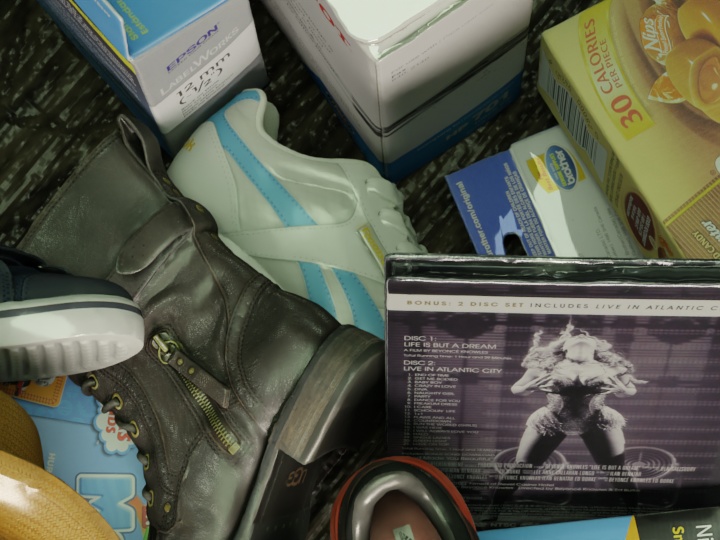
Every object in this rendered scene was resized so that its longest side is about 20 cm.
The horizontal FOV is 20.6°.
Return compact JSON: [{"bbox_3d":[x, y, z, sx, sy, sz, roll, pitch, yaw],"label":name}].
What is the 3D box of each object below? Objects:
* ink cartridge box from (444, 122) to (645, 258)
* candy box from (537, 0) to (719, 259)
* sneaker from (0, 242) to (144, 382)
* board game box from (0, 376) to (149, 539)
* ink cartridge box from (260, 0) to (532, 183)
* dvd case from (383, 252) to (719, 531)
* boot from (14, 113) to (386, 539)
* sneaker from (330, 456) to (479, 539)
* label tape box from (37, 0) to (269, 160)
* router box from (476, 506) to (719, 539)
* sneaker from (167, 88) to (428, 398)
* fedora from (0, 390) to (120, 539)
[{"bbox_3d":[0.149,-0.024,0.897,0.199,0.042,0.120,-21,77,-6],"label":"ink cartridge box"},{"bbox_3d":[0.173,-0.038,0.844,0.115,0.055,0.201,-27,70,-7],"label":"candy box"},{"bbox_3d":[-0.179,0.009,0.814,0.198,0.078,0.080,-8,75,25],"label":"sneaker"},{"bbox_3d":[-0.173,0.094,0.880,0.198,0.037,0.153,8,79,4],"label":"board game box"},{"bbox_3d":[0.001,-0.137,0.841,0.086,0.200,0.147,-32,80,-6],"label":"ink cartridge box"},{"bbox_3d":[0.083,0.056,0.806,0.147,0.201,0.016,1,56,2],"label":"dvd case"},{"bbox_3d":[-0.093,0.057,0.840,0.174,0.069,0.201,34,94,20],"label":"boot"},{"bbox_3d":[0.040,0.164,0.773,0.077,0.082,0.201,-29,76,-3],"label":"sneaker"},{"bbox_3d":[-0.111,-0.141,0.844,0.066,0.200,0.143,-39,80,-8],"label":"label tape box"},{"bbox_3d":[0.094,0.208,0.827,0.148,0.051,0.202,-7,71,5],"label":"router box"},{"bbox_3d":[0.000,0.000,0.874,0.199,0.077,0.081,37,91,8],"label":"sneaker"},{"bbox_3d":[-0.182,0.096,0.789,0.199,0.201,0.082,1,51,1],"label":"fedora"}]
